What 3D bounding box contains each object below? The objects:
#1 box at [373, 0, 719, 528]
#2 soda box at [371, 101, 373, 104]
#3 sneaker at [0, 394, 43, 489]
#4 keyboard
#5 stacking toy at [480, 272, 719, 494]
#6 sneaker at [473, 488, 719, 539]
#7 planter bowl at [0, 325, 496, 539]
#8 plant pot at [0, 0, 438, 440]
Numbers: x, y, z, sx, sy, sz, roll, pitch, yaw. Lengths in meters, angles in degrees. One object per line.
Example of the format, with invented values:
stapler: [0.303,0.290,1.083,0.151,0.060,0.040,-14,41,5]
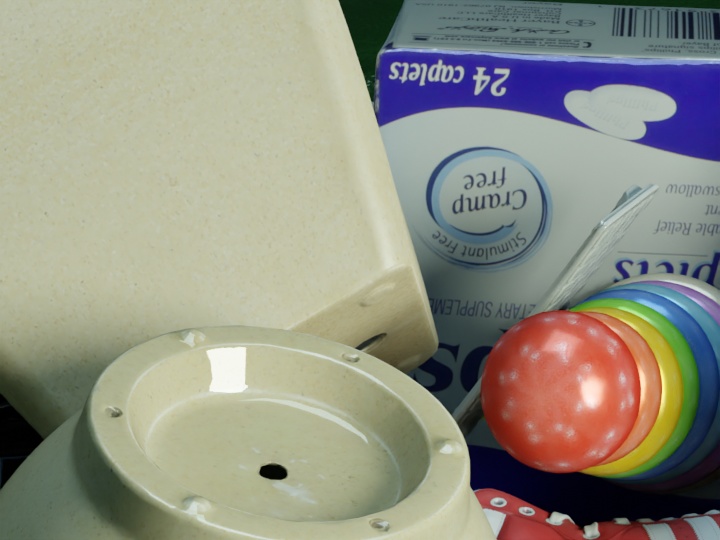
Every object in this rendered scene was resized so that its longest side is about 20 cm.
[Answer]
box: [0.099,-0.002,1.218,0.183,0.201,0.105,3,17,6]
soda box: [-0.008,-0.052,1.470,0.199,0.064,0.068,19,10,-27]
sneaker: [-0.147,0.059,1.223,0.070,0.078,0.200,-3,18,-11]
keyboard: [0.047,0.046,1.125,0.011,0.200,0.056,38,29,4]
stacking toy: [0.092,0.041,1.066,0.085,0.086,0.200,6,0,16]
sneaker: [0.104,0.113,1.081,0.199,0.072,0.112,-19,29,-40]
planter bowl: [-0.035,0.103,0.931,0.199,0.135,0.201,10,29,-5]
plant pot: [-0.075,-0.025,1.075,0.199,0.178,0.200,-30,-17,-3]
